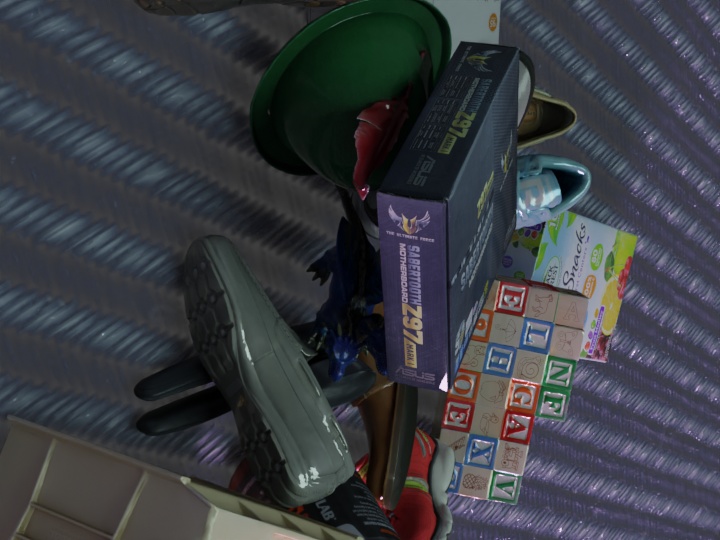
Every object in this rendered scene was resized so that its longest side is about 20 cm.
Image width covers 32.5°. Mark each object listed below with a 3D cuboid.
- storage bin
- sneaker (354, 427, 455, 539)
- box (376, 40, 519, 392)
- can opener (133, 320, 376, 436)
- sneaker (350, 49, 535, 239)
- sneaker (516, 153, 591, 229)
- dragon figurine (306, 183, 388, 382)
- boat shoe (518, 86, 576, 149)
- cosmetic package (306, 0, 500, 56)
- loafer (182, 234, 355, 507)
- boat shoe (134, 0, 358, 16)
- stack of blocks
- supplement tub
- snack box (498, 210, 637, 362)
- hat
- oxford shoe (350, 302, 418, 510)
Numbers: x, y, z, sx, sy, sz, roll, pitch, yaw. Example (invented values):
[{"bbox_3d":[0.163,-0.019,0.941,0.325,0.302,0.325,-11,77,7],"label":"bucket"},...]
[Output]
[{"bbox_3d":[-0.118,0.182,0.802,0.199,0.197,0.095,33,73,-50],"label":"storage bin"},{"bbox_3d":[0.026,0.195,1.037,0.077,0.085,0.201,-49,-167,22],"label":"sneaker"},{"bbox_3d":[0.066,-0.042,0.856,0.201,0.050,0.159,-62,154,-48],"label":"box"},{"bbox_3d":[-0.082,0.076,0.925,0.198,0.078,0.064,-8,101,-37],"label":"can opener"},{"bbox_3d":[0.079,-0.103,0.993,0.074,0.079,0.200,45,73,-9],"label":"sneaker"},{"bbox_3d":[0.128,-0.069,1.078,0.199,0.081,0.075,-24,96,-43],"label":"sneaker"},{"bbox_3d":[0.000,0.000,0.919,0.058,0.100,0.203,14,62,-15],"label":"dragon figurine"},{"bbox_3d":[0.118,-0.139,1.099,0.199,0.062,0.074,-18,116,-47],"label":"boat shoe"},{"bbox_3d":[0.040,-0.208,0.989,0.199,0.050,0.084,-16,115,-48],"label":"cosmetic package"},{"bbox_3d":[-0.066,0.066,0.872,0.069,0.070,0.202,-16,79,-40],"label":"loafer"},{"bbox_3d":[-0.053,-0.212,0.800,0.197,0.074,0.075,-7,92,-18],"label":"boat shoe"},{"bbox_3d":[0.135,0.110,1.153,0.059,0.113,0.203,-105,-154,-84],"label":"stack of blocks"},{"bbox_3d":[-0.020,0.218,0.920,0.106,0.200,0.108,-16,130,-21],"label":"supplement tub"},{"bbox_3d":[0.207,0.014,1.269,0.199,0.052,0.144,13,91,-52],"label":"snack box"},{"bbox_3d":[0.025,-0.075,0.868,0.198,0.177,0.167,-15,143,-30],"label":"hat"},{"bbox_3d":[0.012,0.094,1.008,0.071,0.070,0.203,65,24,-69],"label":"oxford shoe"}]
